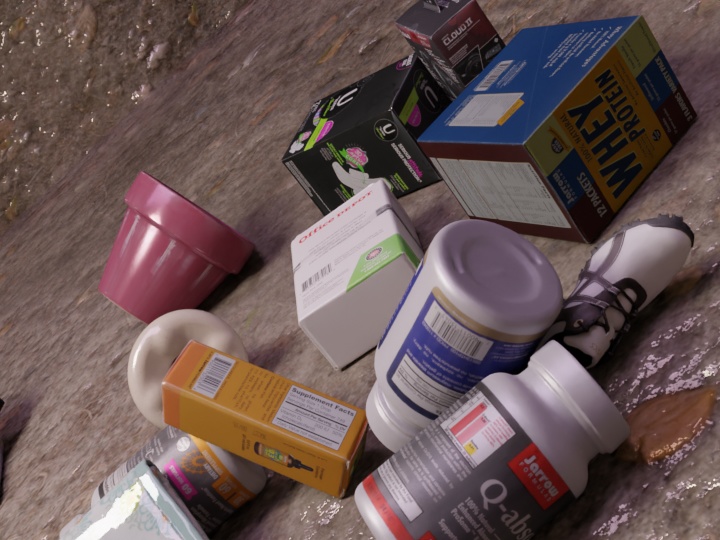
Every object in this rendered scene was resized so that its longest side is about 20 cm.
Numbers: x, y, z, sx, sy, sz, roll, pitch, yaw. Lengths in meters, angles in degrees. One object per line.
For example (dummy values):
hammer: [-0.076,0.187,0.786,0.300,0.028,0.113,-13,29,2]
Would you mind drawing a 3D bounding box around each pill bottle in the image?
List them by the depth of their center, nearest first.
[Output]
pill bottle: [0.102,0.153,0.838,0.199,0.116,0.116,-40,25,0]
pill bottle: [0.079,0.067,0.929,0.120,0.118,0.201,-73,7,-50]
pill bottle: [-0.204,0.239,1.118,0.199,0.117,0.116,-41,25,-1]

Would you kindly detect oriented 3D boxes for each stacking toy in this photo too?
stacking toy: [-0.225,0.129,1.357,0.146,0.146,0.200,-47,8,-16]

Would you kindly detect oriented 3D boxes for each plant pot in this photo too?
plant pot: [-0.282,-0.017,1.577,0.180,0.199,0.200,-57,26,-2]

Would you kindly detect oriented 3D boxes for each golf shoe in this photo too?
golf shoe: [0.213,0.037,0.937,0.200,0.078,0.095,-42,27,20]

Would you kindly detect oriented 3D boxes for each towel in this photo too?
towel: [-0.207,0.300,0.998,0.171,0.048,0.200,-42,59,-5]

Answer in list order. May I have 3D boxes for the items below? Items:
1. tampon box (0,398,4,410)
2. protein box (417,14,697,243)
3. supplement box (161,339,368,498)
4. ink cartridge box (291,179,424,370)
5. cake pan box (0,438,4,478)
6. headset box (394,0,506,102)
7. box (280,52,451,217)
tampon box: [-0.649,0.246,1.590,0.149,0.127,0.201,-26,27,26]
protein box: [0.208,-0.154,1.172,0.199,0.135,0.199,-47,26,-16]
supplement box: [-0.092,0.143,1.048,0.198,0.067,0.069,23,48,11]
ink cartridge box: [0.000,0.000,1.266,0.145,0.084,0.201,-34,26,11]
cake pan box: [-0.616,0.342,1.594,0.199,0.052,0.184,-39,23,2]
headset box: [0.135,-0.268,1.384,0.077,0.201,0.149,-39,24,-1]
box: [0.019,-0.181,1.489,0.198,0.125,0.149,-19,32,36]
